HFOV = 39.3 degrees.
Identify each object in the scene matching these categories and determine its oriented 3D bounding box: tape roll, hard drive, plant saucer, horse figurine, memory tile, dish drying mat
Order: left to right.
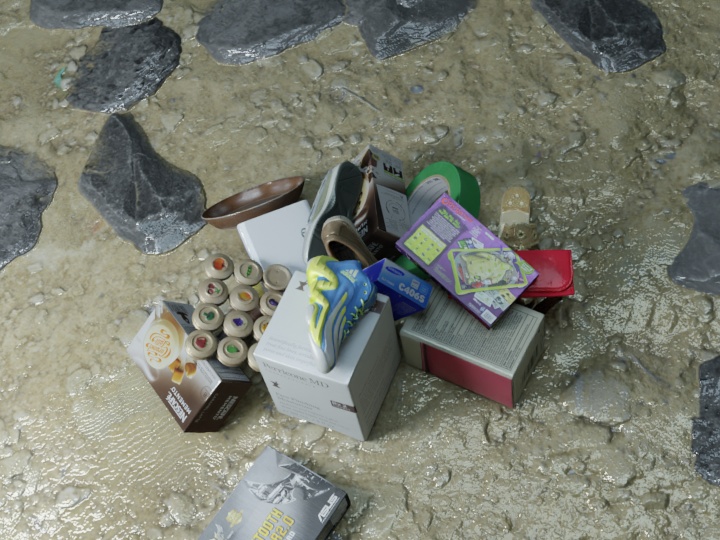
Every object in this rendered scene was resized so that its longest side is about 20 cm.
[{"bbox_3d":[-0.194,0.065,1.638,0.152,0.017,0.201,13,56,-8],"label":"memory tile"},{"bbox_3d":[-0.190,-0.119,1.826,0.199,0.035,0.200,-19,15,5],"label":"plant saucer"},{"bbox_3d":[-0.113,-0.008,1.727,0.131,0.025,0.201,-21,79,-17],"label":"hard drive"},{"bbox_3d":[0.123,-0.086,1.719,0.048,0.200,0.201,24,51,-28],"label":"tape roll"},{"bbox_3d":[0.227,0.036,1.666,0.199,0.133,0.050,24,59,9],"label":"horse figurine"},{"bbox_3d":[0.237,0.006,1.594,0.199,0.018,0.077,-2,72,2],"label":"dish drying mat"}]

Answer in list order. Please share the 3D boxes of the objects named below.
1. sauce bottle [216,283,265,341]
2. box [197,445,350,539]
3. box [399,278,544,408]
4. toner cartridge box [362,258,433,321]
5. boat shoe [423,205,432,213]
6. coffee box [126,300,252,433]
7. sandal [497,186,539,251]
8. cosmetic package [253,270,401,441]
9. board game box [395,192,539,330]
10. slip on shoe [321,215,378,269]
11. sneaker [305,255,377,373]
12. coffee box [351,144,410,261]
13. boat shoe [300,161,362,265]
[{"bbox_3d":[-0.180,0.065,1.738,0.066,0.066,0.200,33,67,27],"label":"sauce bottle"},{"bbox_3d":[-0.134,0.388,1.524,0.158,0.048,0.200,27,65,24],"label":"box"},{"bbox_3d":[0.181,0.112,1.617,0.199,0.109,0.128,22,63,22],"label":"box"},{"bbox_3d":[0.025,0.043,1.626,0.095,0.200,0.043,29,65,-19],"label":"toner cartridge box"},{"bbox_3d":[0.172,-0.051,1.756,0.200,0.060,0.076,45,110,46],"label":"boat shoe"},{"bbox_3d":[-0.284,0.158,1.659,0.115,0.080,0.200,-52,57,16],"label":"coffee box"},{"bbox_3d":[0.271,-0.070,1.747,0.077,0.070,0.213,-3,56,8],"label":"sandal"},{"bbox_3d":[-0.046,0.135,1.585,0.164,0.200,0.166,15,60,19],"label":"cosmetic package"},{"bbox_3d":[0.167,-0.016,1.580,0.200,0.032,0.120,42,81,13],"label":"board game box"},{"bbox_3d":[0.000,0.000,1.674,0.076,0.201,0.061,-21,31,16],"label":"slip on shoe"},{"bbox_3d":[-0.025,0.055,1.468,0.104,0.076,0.201,-8,54,3],"label":"sneaker"},{"bbox_3d":[0.020,-0.104,1.768,0.080,0.113,0.201,22,43,-30],"label":"coffee box"},{"bbox_3d":[-0.056,-0.091,1.727,0.065,0.074,0.203,-11,58,54],"label":"boat shoe"}]
